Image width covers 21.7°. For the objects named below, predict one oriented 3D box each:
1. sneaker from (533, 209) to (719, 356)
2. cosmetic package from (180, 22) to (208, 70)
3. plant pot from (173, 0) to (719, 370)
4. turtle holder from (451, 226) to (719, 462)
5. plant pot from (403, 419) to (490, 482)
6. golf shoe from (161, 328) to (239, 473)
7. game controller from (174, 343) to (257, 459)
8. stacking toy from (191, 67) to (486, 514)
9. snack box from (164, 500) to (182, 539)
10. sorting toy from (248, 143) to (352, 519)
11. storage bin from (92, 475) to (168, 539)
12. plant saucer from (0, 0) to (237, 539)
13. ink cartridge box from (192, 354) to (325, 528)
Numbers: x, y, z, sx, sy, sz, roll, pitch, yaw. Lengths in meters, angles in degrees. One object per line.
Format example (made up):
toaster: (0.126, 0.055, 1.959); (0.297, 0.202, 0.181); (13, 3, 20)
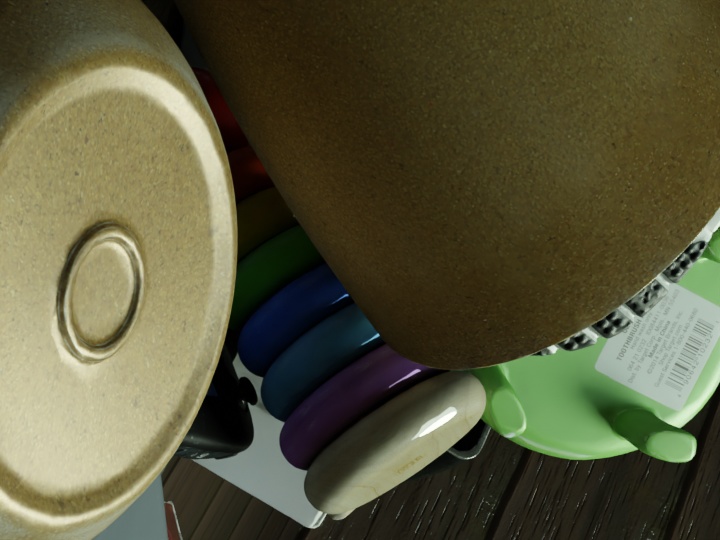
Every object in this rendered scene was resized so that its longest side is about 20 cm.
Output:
sneaker: (0.110, -0.042, 0.749); (0.200, 0.074, 0.080); (-36, -142, 9)
cosmetic package: (-0.027, -0.144, 0.921); (0.200, 0.052, 0.151); (-61, 176, -32)
plant pot: (0.016, -0.099, 0.666); (0.186, 0.200, 0.187); (-32, -149, 22)
turtle holder: (0.073, 0.010, 0.848); (0.132, 0.185, 0.141); (-146, -127, -68)
plant pot: (-0.003, 0.032, 1.273); (0.200, 0.200, 0.177); (-62, -175, -32)
golf shoe: (-0.116, 0.060, 0.920); (0.200, 0.078, 0.094); (-59, -173, 7)
game controller: (-0.090, 0.020, 0.719); (0.200, 0.042, 0.105); (30, 45, -74)
stacking toy: (-0.035, -0.001, 0.783); (0.085, 0.200, 0.085); (-33, 167, -9)
snack box: (-0.085, 0.193, 0.886); (0.200, 0.024, 0.072); (-117, -154, -60)
sorting toy: (0.000, 0.000, 0.919); (0.185, 0.036, 0.201); (-30, 112, -64)
storage bin: (-0.141, 0.151, 0.753); (0.135, 0.145, 0.200); (96, 17, -44)
plant saucer: (-0.091, 0.004, 0.567); (0.200, 0.035, 0.201); (-28, 123, -55)
ink cartridge box: (-0.042, 0.028, 1.036); (0.084, 0.146, 0.200); (-62, 176, 33)
